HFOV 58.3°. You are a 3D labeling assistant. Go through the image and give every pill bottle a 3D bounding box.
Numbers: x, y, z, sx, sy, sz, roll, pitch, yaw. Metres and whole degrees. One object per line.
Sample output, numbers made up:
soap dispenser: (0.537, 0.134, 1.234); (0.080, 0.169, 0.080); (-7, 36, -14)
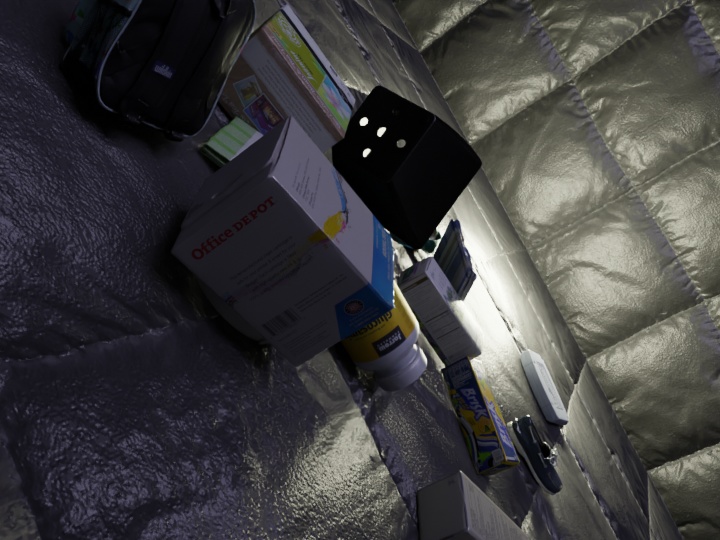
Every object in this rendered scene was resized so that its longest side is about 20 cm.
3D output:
pill bottle: (0.016, 0.069, 0.925); (0.202, 0.111, 0.112); (59, 22, -17)

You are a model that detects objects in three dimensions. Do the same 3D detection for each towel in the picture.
towel: (0.190, 0.002, 1.356); (0.023, 0.148, 0.202); (13, 36, -15)
towel: (-0.125, -0.137, 0.938); (0.198, 0.031, 0.150); (36, 26, -9)

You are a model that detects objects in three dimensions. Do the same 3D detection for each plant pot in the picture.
plant pot: (0.065, -0.194, 1.112); (0.198, 0.201, 0.177); (36, -5, 27)

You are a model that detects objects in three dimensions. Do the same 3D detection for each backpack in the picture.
backpack: (-0.223, -0.277, 0.741); (0.151, 0.201, 0.177); (46, 17, 24)

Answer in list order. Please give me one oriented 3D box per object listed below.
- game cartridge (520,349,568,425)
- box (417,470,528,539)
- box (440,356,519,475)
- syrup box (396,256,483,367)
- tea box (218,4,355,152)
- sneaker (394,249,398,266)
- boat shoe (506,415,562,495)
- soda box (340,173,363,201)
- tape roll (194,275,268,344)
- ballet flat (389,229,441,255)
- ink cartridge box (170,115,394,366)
game cartridge: (0.498, 0.319, 1.758); (0.133, 0.040, 0.203); (32, 35, -55)
box: (0.167, 0.384, 0.915); (0.200, 0.077, 0.096); (48, 25, -27)
box: (0.219, 0.266, 1.190); (0.070, 0.064, 0.203); (27, 40, -52)
syrup box: (0.154, 0.082, 1.251); (0.201, 0.081, 0.079); (54, 25, -12)
tea box: (-0.122, -0.291, 1.052); (0.201, 0.132, 0.198); (50, 25, -23)
sneaker: (0.000, 0.000, 1.065); (0.071, 0.073, 0.200); (23, 26, 15)
boat shoe: (0.389, 0.396, 1.393); (0.202, 0.061, 0.075); (57, 21, -9)
soda box: (-0.044, -0.073, 1.042); (0.068, 0.064, 0.201); (49, 24, -24)
tape roll: (-0.134, -0.008, 0.808); (0.203, 0.037, 0.205); (47, 25, -29)
ballet flat: (0.123, -0.083, 1.393); (0.067, 0.071, 0.199); (36, 11, 25)
ink cartridge box: (-0.076, -0.032, 0.720); (0.200, 0.146, 0.146); (48, 25, -27)
